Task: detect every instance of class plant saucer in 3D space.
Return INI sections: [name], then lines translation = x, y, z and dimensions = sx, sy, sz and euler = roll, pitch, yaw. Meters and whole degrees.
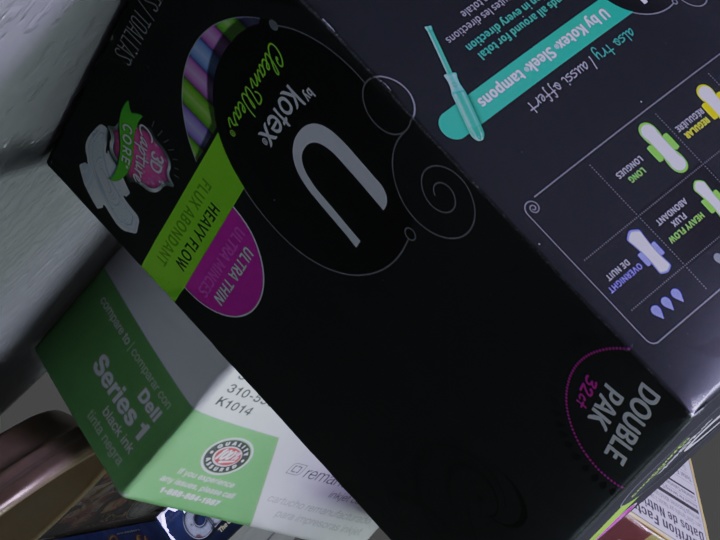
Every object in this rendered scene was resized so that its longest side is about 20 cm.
[plant saucer]
translation = -0.174, 0.118, 1.108
dimensions = 0.200, 0.029, 0.200
euler = -40, 175, -4

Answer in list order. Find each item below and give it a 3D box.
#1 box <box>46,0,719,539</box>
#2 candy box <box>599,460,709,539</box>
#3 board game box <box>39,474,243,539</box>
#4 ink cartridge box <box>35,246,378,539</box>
[box]
translation = 0.033, -0.025, 0.845
dimensions = 0.124, 0.200, 0.149
euler = -37, 169, -36
[candy box]
translation = 0.066, 0.066, 1.144
dimensions = 0.117, 0.056, 0.200
euler = -42, -147, 28
[board game box]
translation = -0.064, 0.083, 1.429
dimensions = 0.200, 0.035, 0.135
euler = -42, -165, -36
[ink cartridge box]
translation = 0.000, 0.000, 1.088
dimensions = 0.146, 0.084, 0.200
euler = 18, 120, -48
